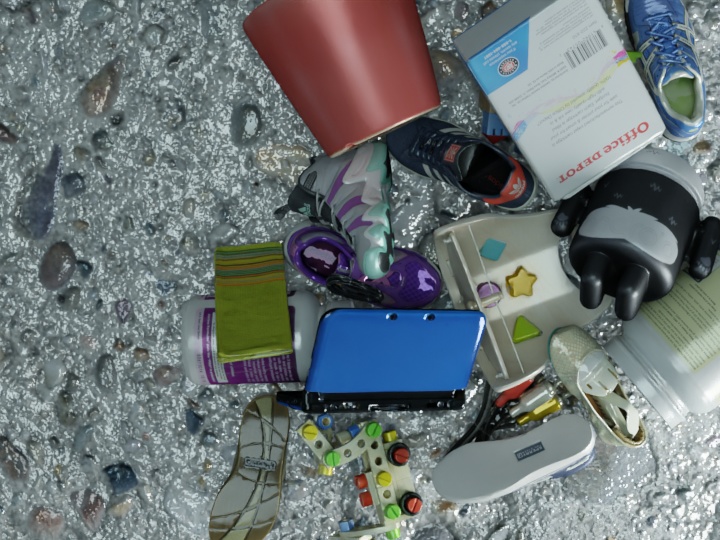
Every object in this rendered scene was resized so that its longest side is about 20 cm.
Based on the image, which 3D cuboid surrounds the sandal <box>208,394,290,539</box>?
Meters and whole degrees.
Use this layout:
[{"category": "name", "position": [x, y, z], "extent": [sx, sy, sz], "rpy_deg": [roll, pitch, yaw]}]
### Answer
[{"category": "sandal", "position": [-0.134, 0.256, 1.291], "extent": [0.080, 0.054, 0.200], "rpy_deg": [14, 83, -3]}]

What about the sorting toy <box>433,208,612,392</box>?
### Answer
[{"category": "sorting toy", "position": [0.199, 0.014, 1.219], "extent": [0.180, 0.107, 0.200], "rpy_deg": [-21, 92, -2]}]

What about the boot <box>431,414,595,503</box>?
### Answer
[{"category": "boot", "position": [0.189, 0.238, 1.236], "extent": [0.200, 0.090, 0.073], "rpy_deg": [-18, 59, 6]}]

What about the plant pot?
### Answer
[{"category": "plant pot", "position": [-0.009, -0.235, 1.150], "extent": [0.200, 0.200, 0.178], "rpy_deg": [-24, 95, 6]}]

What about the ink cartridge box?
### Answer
[{"category": "ink cartridge box", "position": [0.213, -0.197, 1.099], "extent": [0.144, 0.085, 0.200], "rpy_deg": [-33, 117, 9]}]

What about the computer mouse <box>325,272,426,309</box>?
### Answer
[{"category": "computer mouse", "position": [0.043, 0.043, 1.218], "extent": [0.200, 0.059, 0.034], "rpy_deg": [30, 61, -32]}]

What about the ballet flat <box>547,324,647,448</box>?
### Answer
[{"category": "ballet flat", "position": [0.285, 0.136, 1.199], "extent": [0.067, 0.062, 0.200], "rpy_deg": [-50, 126, -17]}]

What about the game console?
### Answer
[{"category": "game console", "position": [0.020, 0.102, 1.177], "extent": [0.200, 0.171, 0.119], "rpy_deg": [3, 87, -22]}]

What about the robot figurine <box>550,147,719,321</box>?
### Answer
[{"category": "robot figurine", "position": [0.311, -0.044, 1.162], "extent": [0.150, 0.125, 0.200], "rpy_deg": [35, 65, -15]}]

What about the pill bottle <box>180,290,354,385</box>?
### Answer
[{"category": "pill bottle", "position": [-0.106, 0.081, 1.235], "extent": [0.199, 0.112, 0.113], "rpy_deg": [-2, 96, 5]}]

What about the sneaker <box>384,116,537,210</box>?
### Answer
[{"category": "sneaker", "position": [0.107, -0.133, 1.185], "extent": [0.200, 0.084, 0.075], "rpy_deg": [24, 95, 25]}]

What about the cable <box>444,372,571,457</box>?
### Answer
[{"category": "cable", "position": [0.162, 0.185, 1.252], "extent": [0.097, 0.050, 0.200], "rpy_deg": [41, 95, -22]}]

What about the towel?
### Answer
[{"category": "towel", "position": [-0.127, 0.031, 1.196], "extent": [0.086, 0.200, 0.018], "rpy_deg": [-9, 128, -2]}]

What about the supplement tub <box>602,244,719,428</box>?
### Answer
[{"category": "supplement tub", "position": [0.395, 0.071, 1.181], "extent": [0.200, 0.145, 0.145], "rpy_deg": [-40, 92, 7]}]

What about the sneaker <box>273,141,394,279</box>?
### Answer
[{"category": "sneaker", "position": [-0.033, -0.064, 1.193], "extent": [0.140, 0.200, 0.078], "rpy_deg": [-6, 135, 7]}]

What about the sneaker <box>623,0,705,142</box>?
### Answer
[{"category": "sneaker", "position": [0.359, -0.248, 1.183], "extent": [0.076, 0.077, 0.200], "rpy_deg": [-19, 93, 8]}]

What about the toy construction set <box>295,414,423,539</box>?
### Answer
[{"category": "toy construction set", "position": [-0.001, 0.263, 1.258], "extent": [0.131, 0.092, 0.200], "rpy_deg": [-14, 104, -19]}]

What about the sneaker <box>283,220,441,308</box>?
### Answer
[{"category": "sneaker", "position": [0.000, 0.000, 1.231], "extent": [0.200, 0.088, 0.081], "rpy_deg": [18, 96, 1]}]

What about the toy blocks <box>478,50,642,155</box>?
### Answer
[{"category": "toy blocks", "position": [0.215, -0.190, 1.194], "extent": [0.199, 0.100, 0.137], "rpy_deg": [1, 106, -10]}]
